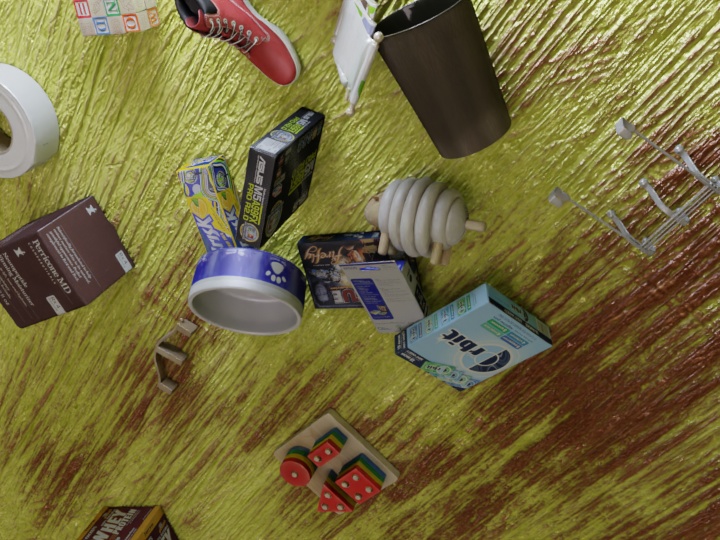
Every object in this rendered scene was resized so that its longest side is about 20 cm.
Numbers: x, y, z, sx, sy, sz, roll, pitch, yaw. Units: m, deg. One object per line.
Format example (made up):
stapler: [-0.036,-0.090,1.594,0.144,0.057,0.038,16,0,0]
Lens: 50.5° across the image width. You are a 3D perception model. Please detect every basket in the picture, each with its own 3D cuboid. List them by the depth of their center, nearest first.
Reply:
basket: [0.120,-0.270,1.066,0.200,0.136,0.180,60,166,-25]

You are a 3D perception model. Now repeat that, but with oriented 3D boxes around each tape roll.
tape roll: [-0.661,-0.274,1.409,0.202,0.071,0.203,9,120,16]

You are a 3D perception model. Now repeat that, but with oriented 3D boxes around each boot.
boot: [-0.184,-0.344,1.138,0.072,0.144,0.200,-37,102,31]

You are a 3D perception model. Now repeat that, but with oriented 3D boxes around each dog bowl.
dog bowl: [-0.197,0.040,1.344,0.200,0.079,0.200,5,153,3]

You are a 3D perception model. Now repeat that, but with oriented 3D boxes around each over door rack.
over door rack: [0.387,-0.120,1.078,0.200,0.067,0.148,25,127,-19]

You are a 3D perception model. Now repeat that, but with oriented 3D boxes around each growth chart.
growth chart: [-0.008,-0.331,1.067,0.018,0.200,0.145,8,135,-21]

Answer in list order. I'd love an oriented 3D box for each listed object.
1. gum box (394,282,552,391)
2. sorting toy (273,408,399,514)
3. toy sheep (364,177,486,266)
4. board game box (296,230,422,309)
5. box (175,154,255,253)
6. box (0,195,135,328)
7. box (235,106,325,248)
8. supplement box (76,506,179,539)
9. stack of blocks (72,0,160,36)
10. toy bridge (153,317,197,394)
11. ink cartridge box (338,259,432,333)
gum box: [0.186,0.117,1.275,0.170,0.045,0.200,32,130,-32]
sorting toy: [-0.060,0.412,1.565,0.200,0.070,0.199,44,124,-7]
toy sheep: [0.099,-0.079,1.186,0.200,0.138,0.138,12,122,20]
board game box: [0.000,0.000,1.327,0.200,0.035,0.136,-3,117,23]
box: [-0.251,-0.098,1.352,0.070,0.064,0.200,-5,117,24]
box: [-0.586,-0.016,1.469,0.200,0.164,0.166,-17,111,28]
box: [-0.123,-0.149,1.190,0.044,0.200,0.160,21,123,9]
supplement box: [-0.562,0.705,1.891,0.197,0.133,0.200,-9,115,26]
stack of blocks: [-0.400,-0.478,1.197,0.115,0.059,0.200,2,119,20]
toy bridge: [-0.392,0.170,1.583,0.067,0.027,0.200,29,124,5]
ink cartridge box: [0.046,0.034,1.252,0.099,0.039,0.200,-2,143,23]
